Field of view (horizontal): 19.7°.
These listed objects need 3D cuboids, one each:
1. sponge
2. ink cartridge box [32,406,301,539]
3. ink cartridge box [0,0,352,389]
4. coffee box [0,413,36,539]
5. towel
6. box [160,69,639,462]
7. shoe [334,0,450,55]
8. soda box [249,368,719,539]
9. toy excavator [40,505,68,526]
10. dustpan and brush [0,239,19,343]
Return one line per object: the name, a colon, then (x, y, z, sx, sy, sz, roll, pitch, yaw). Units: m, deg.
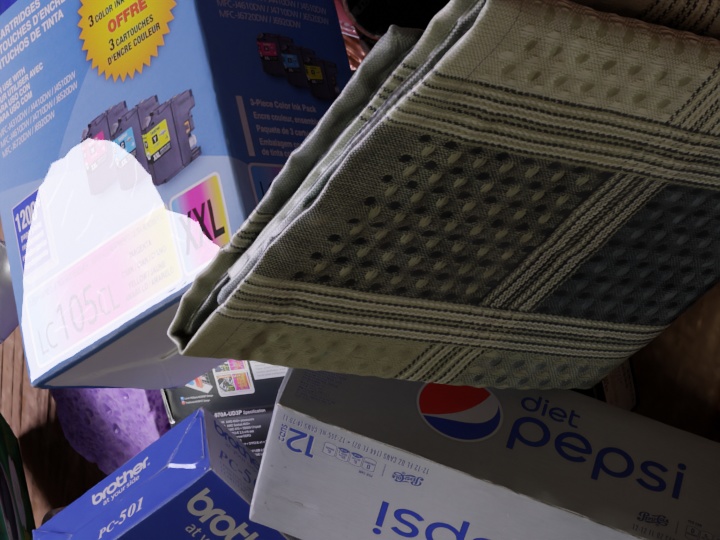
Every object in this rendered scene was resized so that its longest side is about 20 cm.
sponge: (-0.136, 0.028, 1.089, 0.111, 0.030, 0.202, 27, 138, 43)
ink cartridge box: (-0.038, 0.153, 0.884, 0.200, 0.094, 0.044, 47, -165, -31)
ink cartridge box: (-0.076, -0.071, 0.778, 0.136, 0.076, 0.202, -29, 65, 40)
coffee box: (-0.219, 0.123, 1.161, 0.200, 0.044, 0.124, 84, 171, -69)
towel: (0.059, -0.025, 0.680, 0.193, 0.199, 0.035, -45, 51, 40)
box: (0.000, 0.000, 0.846, 0.198, 0.046, 0.161, -9, 103, 27)
shoe: (0.017, -0.115, 0.790, 0.199, 0.091, 0.072, 3, 111, 51)
soda box: (0.062, 0.086, 0.784, 0.198, 0.064, 0.069, 19, 132, 5)
toy excavator: (-0.103, 0.202, 1.130, 0.194, 0.099, 0.202, -41, 62, 54)
dustpan and brush: (-0.190, -0.002, 1.049, 0.199, 0.057, 0.140, 22, 162, 42)
